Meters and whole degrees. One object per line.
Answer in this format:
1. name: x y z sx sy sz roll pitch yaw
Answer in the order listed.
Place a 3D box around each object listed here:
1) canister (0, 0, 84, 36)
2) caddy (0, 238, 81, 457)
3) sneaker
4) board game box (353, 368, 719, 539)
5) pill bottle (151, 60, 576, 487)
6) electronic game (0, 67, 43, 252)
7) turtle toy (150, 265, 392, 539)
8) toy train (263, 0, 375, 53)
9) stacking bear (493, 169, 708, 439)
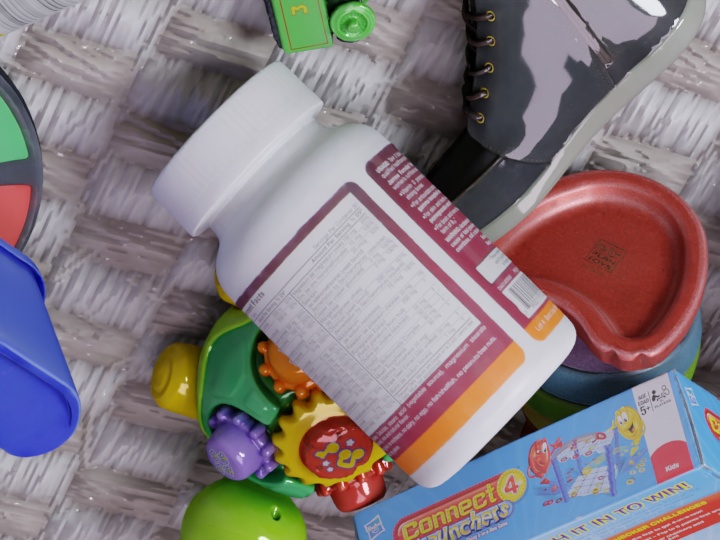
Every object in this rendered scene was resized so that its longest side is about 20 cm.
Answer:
1. canister: -0.108 -0.196 1.149 0.199 0.087 0.149 -20 127 19
2. caddy: -0.223 0.037 1.259 0.141 0.105 0.200 -31 152 8
3. sneaker: 0.066 -0.099 1.319 0.106 0.075 0.200 36 109 -23
4. board game box: 0.131 0.142 1.413 0.199 0.056 0.196 -26 149 23
5. pill bottle: 0.000 0.000 1.289 0.200 0.110 0.110 45 110 2
6. electronic game: -0.252 -0.041 1.282 0.199 0.042 0.201 -8 128 -10
7. turtle toy: -0.032 0.081 1.398 0.145 0.101 0.201 18 120 -27
8. toy train: -0.034 -0.187 1.236 0.056 0.042 0.201 -9 129 5
9. stacking bear: 0.125 0.053 1.421 0.114 0.121 0.201 -47 153 -32
